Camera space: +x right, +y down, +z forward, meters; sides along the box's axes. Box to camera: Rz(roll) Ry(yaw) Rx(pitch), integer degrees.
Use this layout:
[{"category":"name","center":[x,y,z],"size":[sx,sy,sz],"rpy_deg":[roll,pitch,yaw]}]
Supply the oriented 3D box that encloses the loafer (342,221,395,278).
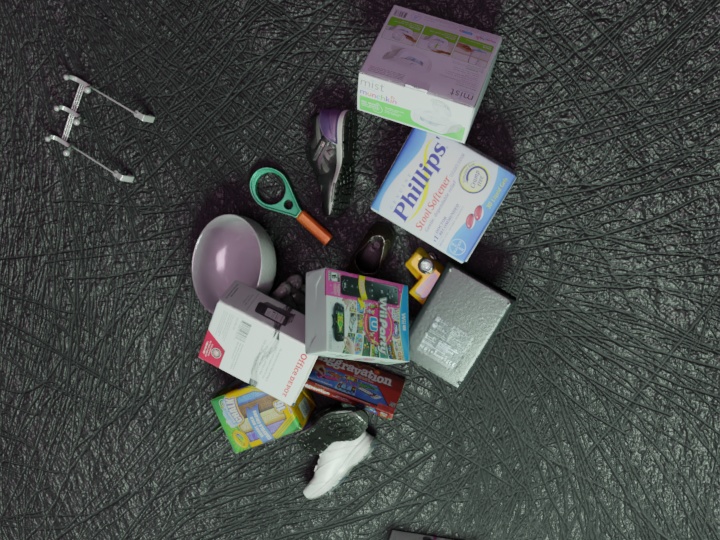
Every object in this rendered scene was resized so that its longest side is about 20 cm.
[{"category":"loafer","center":[0.000,0.000,1.334],"size":[0.073,0.071,0.201],"rpy_deg":[24,105,7]}]

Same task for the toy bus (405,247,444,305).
[{"category":"toy bus","center":[0.162,0.047,1.312],"size":[0.200,0.065,0.078],"rpy_deg":[42,108,1]}]

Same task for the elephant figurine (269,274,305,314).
[{"category":"elephant figurine","center":[-0.102,0.119,1.347],"size":[0.200,0.155,0.142],"rpy_deg":[45,72,0]}]

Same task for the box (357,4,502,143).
[{"category":"box","center":[0.117,-0.336,1.181],"size":[0.199,0.097,0.177],"rpy_deg":[19,63,7]}]

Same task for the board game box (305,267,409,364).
[{"category":"board game box","center":[-0.003,0.085,1.240],"size":[0.064,0.199,0.148],"rpy_deg":[-15,69,44]}]

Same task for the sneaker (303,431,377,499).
[{"category":"sneaker","center":[-0.053,0.391,1.434],"size":[0.087,0.074,0.200],"rpy_deg":[44,100,13]}]

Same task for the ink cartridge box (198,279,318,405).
[{"category":"ink cartridge box","center":[-0.176,0.133,1.267],"size":[0.199,0.083,0.146],"rpy_deg":[27,122,0]}]

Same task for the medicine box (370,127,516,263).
[{"category":"medicine box","center":[0.150,-0.145,1.256],"size":[0.199,0.103,0.183],"rpy_deg":[30,106,4]}]

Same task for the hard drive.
[{"category":"hard drive","center":[0.174,0.099,1.269],"size":[0.139,0.033,0.201],"rpy_deg":[30,109,6]}]

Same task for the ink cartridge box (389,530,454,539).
[{"category":"ink cartridge box","center":[0.154,0.617,1.426],"size":[0.199,0.068,0.116],"rpy_deg":[5,102,12]}]

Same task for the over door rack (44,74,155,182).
[{"category":"over door rack","center":[-0.532,-0.287,1.395],"size":[0.199,0.067,0.148],"rpy_deg":[28,106,6]}]

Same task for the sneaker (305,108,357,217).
[{"category":"sneaker","center":[-0.062,-0.202,1.309],"size":[0.087,0.076,0.201],"rpy_deg":[11,99,24]}]

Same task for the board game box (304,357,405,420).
[{"category":"board game box","center":[-0.018,0.219,1.366],"size":[0.199,0.103,0.020],"rpy_deg":[19,126,8]}]

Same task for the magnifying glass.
[{"category":"magnifying glass","center":[-0.135,-0.125,1.365],"size":[0.200,0.022,0.080],"rpy_deg":[42,106,1]}]

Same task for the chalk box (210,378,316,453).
[{"category":"chalk box","center":[-0.213,0.277,1.409],"size":[0.199,0.124,0.124],"rpy_deg":[-22,96,14]}]

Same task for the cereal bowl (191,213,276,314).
[{"category":"cereal bowl","center":[-0.237,-0.008,1.362],"size":[0.199,0.083,0.201],"rpy_deg":[-2,87,35]}]

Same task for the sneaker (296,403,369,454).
[{"category":"sneaker","center":[-0.049,0.289,1.366],"size":[0.076,0.088,0.200],"rpy_deg":[44,135,-14]}]
